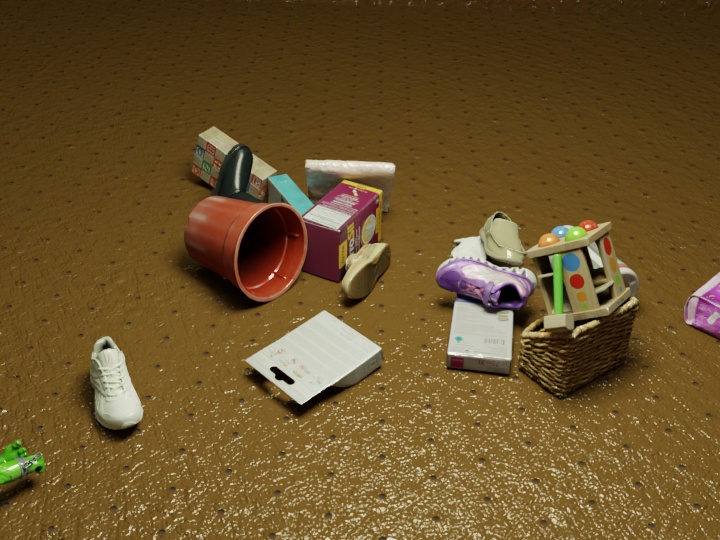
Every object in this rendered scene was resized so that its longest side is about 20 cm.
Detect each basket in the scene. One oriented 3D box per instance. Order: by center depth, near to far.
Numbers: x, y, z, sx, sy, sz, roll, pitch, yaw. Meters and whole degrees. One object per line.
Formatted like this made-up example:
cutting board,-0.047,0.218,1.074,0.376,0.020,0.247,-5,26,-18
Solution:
basket,0.391,0.108,1.660,0.199,0.150,0.143,-22,40,-29

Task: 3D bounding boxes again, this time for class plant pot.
plant pot,-0.246,-0.061,1.858,0.194,0.203,0.200,19,37,38

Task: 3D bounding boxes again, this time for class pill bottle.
pill bottle,0.467,-0.002,1.857,0.113,0.115,0.200,-12,36,-19

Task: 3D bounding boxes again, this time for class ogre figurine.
ogre figurine,-0.598,0.303,1.383,0.198,0.099,0.120,25,19,6

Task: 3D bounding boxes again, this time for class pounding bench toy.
pounding bench toy,0.370,0.007,1.595,0.123,0.157,0.199,-13,8,38

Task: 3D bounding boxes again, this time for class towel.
towel,-0.025,-0.190,2.060,0.198,0.191,0.033,1,63,-1

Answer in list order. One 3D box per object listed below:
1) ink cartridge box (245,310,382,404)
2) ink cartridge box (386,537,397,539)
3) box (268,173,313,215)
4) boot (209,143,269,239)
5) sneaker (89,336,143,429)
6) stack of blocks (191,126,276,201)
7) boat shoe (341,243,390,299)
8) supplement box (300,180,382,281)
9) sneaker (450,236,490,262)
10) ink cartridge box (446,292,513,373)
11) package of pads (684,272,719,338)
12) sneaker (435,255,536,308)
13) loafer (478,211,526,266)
ink cartridge box,-0.083,0.167,1.651,0.199,0.057,0.162,-35,48,-30
ink cartridge box,0.065,0.467,1.173,0.144,0.084,0.200,14,36,17
box,-0.152,-0.138,2.057,0.049,0.083,0.200,-14,37,-23
boot,-0.251,-0.167,2.024,0.167,0.202,0.076,26,1,34
sneaker,-0.428,0.188,1.547,0.077,0.100,0.200,-15,38,-24
stack of blocks,-0.305,-0.238,2.165,0.199,0.116,0.059,35,44,14
boat shoe,0.000,0.000,1.880,0.064,0.072,0.200,9,26,22
supplement box,-0.040,-0.089,1.946,0.102,0.132,0.200,18,38,22
sneaker,0.233,-0.012,1.912,0.086,0.075,0.200,-1,25,9
ink cartridge box,0.232,0.117,1.735,0.118,0.042,0.201,6,35,7
package of pads,0.751,0.060,1.814,0.199,0.076,0.120,-28,41,-36
sneaker,0.244,0.031,1.766,0.198,0.081,0.089,9,35,7
loafer,0.291,-0.068,1.852,0.075,0.069,0.200,14,20,-15
